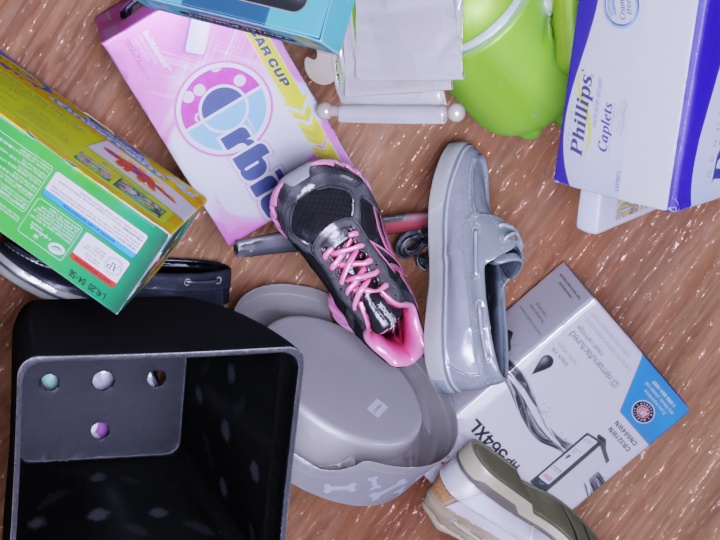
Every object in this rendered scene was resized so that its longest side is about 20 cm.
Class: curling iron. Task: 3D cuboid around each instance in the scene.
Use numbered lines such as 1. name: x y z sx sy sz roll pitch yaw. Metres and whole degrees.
1. curling iron: -0.008 -0.021 1.593 0.199 0.026 0.050 -3 107 -34

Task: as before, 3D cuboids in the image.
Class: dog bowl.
1. dog bowl: -0.023 0.099 1.585 0.199 0.201 0.059 22 121 -21

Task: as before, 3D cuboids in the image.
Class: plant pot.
1. plant pot: -0.167 0.115 1.483 0.198 0.178 0.201 -1 113 -19

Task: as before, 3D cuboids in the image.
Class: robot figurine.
1. robot figurine: 0.101 -0.180 1.525 0.200 0.175 0.116 43 57 -39

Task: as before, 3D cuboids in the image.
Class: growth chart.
1. growth chart: 0.022 -0.197 1.459 0.018 0.144 0.202 -19 117 -54

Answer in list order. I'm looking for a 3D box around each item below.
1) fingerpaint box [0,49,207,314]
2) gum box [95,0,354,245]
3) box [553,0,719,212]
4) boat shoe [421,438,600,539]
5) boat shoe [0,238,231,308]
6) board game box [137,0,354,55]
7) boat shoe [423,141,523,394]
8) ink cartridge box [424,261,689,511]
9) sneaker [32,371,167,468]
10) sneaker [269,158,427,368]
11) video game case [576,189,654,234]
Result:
1. fingerpaint box: -0.219 -0.068 1.447 0.199 0.167 0.074 36 101 -3
2. gum box: -0.103 -0.136 1.533 0.113 0.066 0.201 -30 116 2
3. box: 0.244 -0.152 1.467 0.199 0.104 0.185 -17 120 -48
4. boat shoe: 0.133 0.216 1.645 0.200 0.075 0.068 41 106 -20
5. boat shoe: -0.188 0.001 1.569 0.199 0.075 0.063 14 102 -23
6. board game box: -0.061 -0.266 1.427 0.150 0.047 0.202 16 89 18
7. boat shoe: 0.093 -0.004 1.584 0.071 0.202 0.070 -4 162 23
8. ink cartridge box: 0.144 0.118 1.688 0.200 0.084 0.146 -42 116 5
9. sneaker: -0.193 0.131 1.616 0.139 0.078 0.201 4 111 -14
10. sneaker: 0.000 0.000 1.534 0.079 0.096 0.200 -32 135 2
11. video game case: 0.238 -0.137 1.576 0.199 0.023 0.183 -21 123 -48
